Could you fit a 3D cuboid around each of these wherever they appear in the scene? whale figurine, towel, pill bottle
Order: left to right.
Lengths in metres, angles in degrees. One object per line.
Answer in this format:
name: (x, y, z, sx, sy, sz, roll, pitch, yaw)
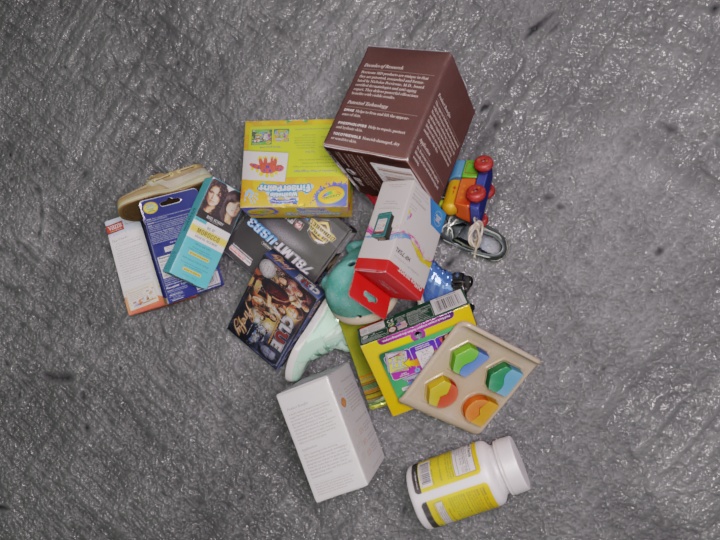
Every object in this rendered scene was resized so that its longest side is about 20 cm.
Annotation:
whale figurine: (0.000, 0.000, 1.102, 0.157, 0.201, 0.104, -9, 132, 14)
towel: (0.028, 0.162, 1.139, 0.085, 0.018, 0.202, -19, 109, -1)
pill bottle: (0.192, 0.375, 1.102, 0.198, 0.114, 0.115, -24, 86, 13)

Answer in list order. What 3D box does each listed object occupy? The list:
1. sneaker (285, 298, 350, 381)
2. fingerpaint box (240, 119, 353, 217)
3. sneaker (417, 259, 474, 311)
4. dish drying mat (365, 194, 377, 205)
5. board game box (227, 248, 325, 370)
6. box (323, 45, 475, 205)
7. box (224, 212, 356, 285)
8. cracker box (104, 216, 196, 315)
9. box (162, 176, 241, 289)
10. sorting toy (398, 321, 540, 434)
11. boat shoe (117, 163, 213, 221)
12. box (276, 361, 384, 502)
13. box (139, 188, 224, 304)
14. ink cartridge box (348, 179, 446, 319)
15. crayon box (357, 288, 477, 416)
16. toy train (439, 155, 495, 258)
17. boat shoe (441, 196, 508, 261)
sneaker: (-0.058, 0.151, 1.176, 0.118, 0.074, 0.202, 33, 100, 7)
fingerpaint box: (-0.113, -0.186, 1.139, 0.197, 0.073, 0.169, -1, 80, 7)
sneaker: (0.146, 0.006, 1.119, 0.110, 0.077, 0.202, -16, 92, 19)
dish drying mat: (0.028, -0.181, 1.174, 0.077, 0.018, 0.200, -41, 82, 10)
board game box: (-0.164, 0.078, 1.181, 0.135, 0.035, 0.201, 37, 122, 10)
box: (0.071, -0.240, 1.043, 0.163, 0.166, 0.202, 15, 75, 30)
box: (-0.141, -0.060, 1.204, 0.200, 0.050, 0.199, 40, 99, 10)
cracker box: (-0.430, -0.023, 1.267, 0.132, 0.058, 0.202, -15, 89, 12)
box: (-0.298, -0.072, 1.190, 0.082, 0.049, 0.202, 28, 77, -32)
sorting toy: (0.191, 0.197, 1.071, 0.184, 0.037, 0.201, 27, 113, -23)
boat shoe: (-0.385, -0.156, 1.213, 0.199, 0.074, 0.067, -23, 63, -30)
box: (-0.051, 0.290, 1.137, 0.105, 0.152, 0.202, -22, 86, 13)
box: (-0.351, -0.050, 1.204, 0.032, 0.120, 0.202, 6, 112, 56)
ink cartridge box: (0.061, -0.030, 0.996, 0.067, 0.116, 0.202, 4, 69, 39)
crayon box: (0.117, 0.147, 1.089, 0.198, 0.058, 0.174, -21, 120, 5)
toy train: (0.163, -0.111, 1.072, 0.114, 0.085, 0.201, 7, 56, 21)
boat shoe: (0.178, -0.081, 1.117, 0.199, 0.062, 0.073, 32, 98, 8)
